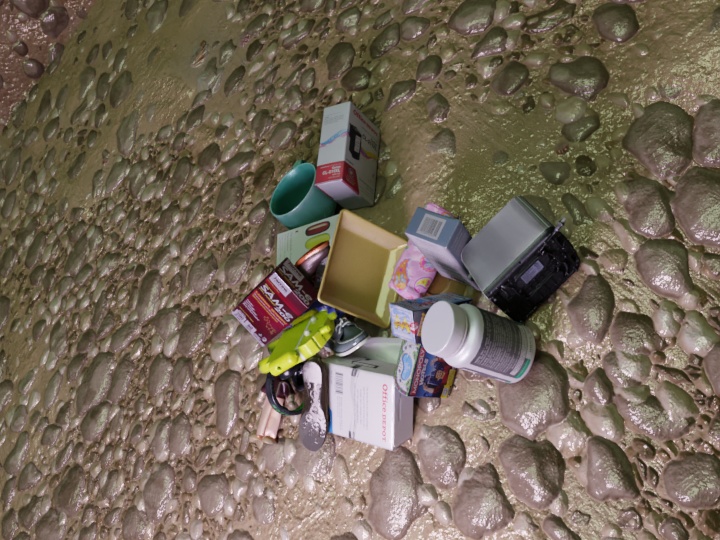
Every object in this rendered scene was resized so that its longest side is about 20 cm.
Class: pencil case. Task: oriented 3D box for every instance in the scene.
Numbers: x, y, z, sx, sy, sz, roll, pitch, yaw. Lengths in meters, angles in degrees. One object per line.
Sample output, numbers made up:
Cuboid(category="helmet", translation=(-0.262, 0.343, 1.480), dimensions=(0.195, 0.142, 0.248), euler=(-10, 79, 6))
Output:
Cuboid(category="pencil case", translation=(-0.111, 0.084, 1.614), dimensions=(0.195, 0.088, 0.079), euler=(-7, 42, 32))
Cuboid(category="pencil case", translation=(0.132, -0.038, 1.463), dimensions=(0.086, 0.087, 0.204), euler=(21, 84, 38))

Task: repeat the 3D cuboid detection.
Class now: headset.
Cuboid(category="headset", translation=(-0.151, 0.223, 1.574), dimensions=(0.093, 0.123, 0.204), euler=(-12, 51, 49))

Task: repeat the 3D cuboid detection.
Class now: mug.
Cuboid(category="mug", translation=(-0.122, -0.176, 1.701), dimensions=(0.150, 0.114, 0.189), euler=(2, 60, 47))

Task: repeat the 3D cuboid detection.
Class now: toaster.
Cuboid(category="toaster", translation=(0.302, -0.021, 1.304), dimensions=(0.200, 0.180, 0.119), euler=(-45, 52, 11))

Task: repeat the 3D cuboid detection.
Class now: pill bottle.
Cuboid(category="pill bottle", translation=(0.214, 0.128, 1.279), dimensions=(0.113, 0.196, 0.116), euler=(-36, 44, 45))

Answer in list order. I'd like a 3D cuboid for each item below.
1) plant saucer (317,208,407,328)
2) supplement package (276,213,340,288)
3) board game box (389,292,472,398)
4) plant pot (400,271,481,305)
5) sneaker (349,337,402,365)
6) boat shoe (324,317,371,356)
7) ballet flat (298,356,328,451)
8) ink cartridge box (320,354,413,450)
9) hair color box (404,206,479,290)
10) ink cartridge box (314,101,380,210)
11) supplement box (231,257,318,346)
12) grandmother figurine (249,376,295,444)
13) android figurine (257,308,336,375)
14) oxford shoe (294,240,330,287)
Cuboid(category="plant saucer", translation=(0.000, 0.000, 1.514), dimensions=(0.048, 0.197, 0.206), euler=(-5, 66, 55))
Cuboid(category="supplement package", translation=(-0.087, -0.040, 1.631), dimensions=(0.196, 0.109, 0.117), euler=(-16, 63, 29))
Cuboid(category="board game box", translation=(0.119, 0.133, 1.338), dimensions=(0.061, 0.197, 0.206), euler=(14, 89, 40))
Cuboid(category="plant pot", translation=(0.163, 0.026, 1.481), dimensions=(0.196, 0.027, 0.206), euler=(-15, 64, 31))
Cuboid(category="sneaker", translation=(0.056, 0.188, 1.460), dimensions=(0.195, 0.073, 0.087), euler=(-7, 64, 31))
Cuboid(category="boat shoe", translation=(-0.042, 0.134, 1.482), dimensions=(0.072, 0.063, 0.199), euler=(-32, 9, -21))
Cuboid(category="ballet flat", translation=(-0.092, 0.270, 1.433), dimensions=(0.065, 0.046, 0.207), euler=(5, 106, 16))
Cuboid(category="ink cartridge box", translation=(0.008, 0.261, 1.429), dimensions=(0.196, 0.083, 0.151), euler=(7, 100, 35))
Cuboid(category="hair color box", translation=(0.173, -0.039, 1.356), dimensions=(0.097, 0.200, 0.062), euler=(23, 78, 35))
Cuboid(category="ink cartridge box", translation=(-0.028, -0.269, 1.659), dimensions=(0.081, 0.145, 0.206), euler=(-6, 68, 32))
Cuboid(category="supplement box", translation=(-0.187, 0.072, 1.531), dimensions=(0.199, 0.109, 0.061), euler=(-40, 7, 41))
Cuboid(category="grandmother figurine", translation=(-0.194, 0.289, 1.608), dimensions=(0.118, 0.060, 0.206), euler=(5, 77, 29))
Cuboid(category="android figurine", translation=(-0.128, 0.147, 1.469), dimensions=(0.197, 0.041, 0.183), euler=(-30, 18, 31))
Cuboid(category="oxford shoe", translation=(-0.116, 0.010, 1.540), dimensions=(0.073, 0.071, 0.200), euler=(47, 127, 2))
